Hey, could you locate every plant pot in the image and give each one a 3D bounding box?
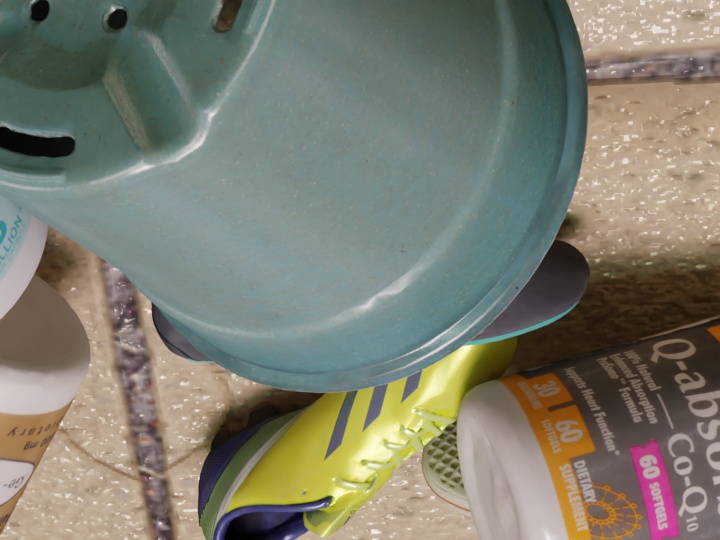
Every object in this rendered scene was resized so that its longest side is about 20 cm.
[{"bbox_3d":[-0.046,-0.074,0.802,0.199,0.201,0.196,-20,159,19],"label":"plant pot"}]

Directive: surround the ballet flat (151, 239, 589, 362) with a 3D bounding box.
[{"bbox_3d":[0.000,0.000,1.025,0.199,0.073,0.073,-7,135,10],"label":"ballet flat"}]

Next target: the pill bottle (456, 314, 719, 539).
[{"bbox_3d":[0.153,0.082,1.048,0.199,0.117,0.117,-16,137,-11],"label":"pill bottle"}]

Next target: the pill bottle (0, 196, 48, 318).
[{"bbox_3d":[-0.196,-0.053,0.820,0.110,0.111,0.200,-12,151,12],"label":"pill bottle"}]

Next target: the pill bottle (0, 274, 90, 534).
[{"bbox_3d":[-0.213,0.092,1.045,0.114,0.114,0.200,22,113,-21],"label":"pill bottle"}]

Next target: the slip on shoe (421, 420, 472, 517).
[{"bbox_3d":[0.125,0.112,1.140,0.199,0.074,0.061,8,142,-12],"label":"slip on shoe"}]

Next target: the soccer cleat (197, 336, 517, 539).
[{"bbox_3d":[0.001,0.083,1.093,0.200,0.084,0.065,-34,132,31],"label":"soccer cleat"}]
